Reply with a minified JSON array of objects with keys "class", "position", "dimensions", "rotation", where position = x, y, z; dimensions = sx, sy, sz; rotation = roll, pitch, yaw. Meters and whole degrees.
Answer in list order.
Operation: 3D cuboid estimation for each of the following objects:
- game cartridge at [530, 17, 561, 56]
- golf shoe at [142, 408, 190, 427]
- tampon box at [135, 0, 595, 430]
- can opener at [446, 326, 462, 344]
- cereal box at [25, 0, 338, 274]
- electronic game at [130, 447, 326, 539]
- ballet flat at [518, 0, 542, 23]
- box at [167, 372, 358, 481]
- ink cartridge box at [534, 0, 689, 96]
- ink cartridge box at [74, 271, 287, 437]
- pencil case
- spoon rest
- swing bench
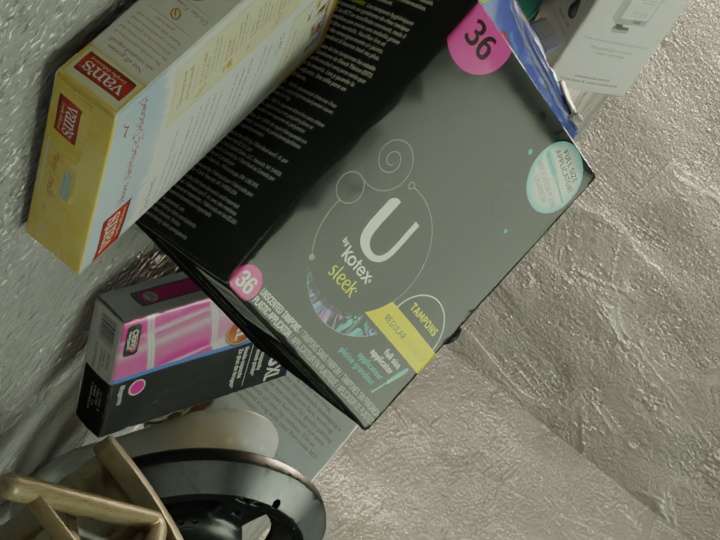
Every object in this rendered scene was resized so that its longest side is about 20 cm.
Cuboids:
[{"class":"game cartridge","position":[0.048,-0.113,1.233],"dimensions":[0.130,0.038,0.200],"rotation":[-24,174,-43]},{"class":"golf shoe","position":[-0.100,0.029,1.174],"dimensions":[0.200,0.078,0.097],"rotation":[-44,164,-52]},{"class":"tampon box","position":[0.001,-0.046,0.934],"dimensions":[0.200,0.126,0.150],"rotation":[-48,130,-8]},{"class":"can opener","position":[0.000,0.000,1.189],"dimensions":[0.079,0.200,0.063],"rotation":[-50,142,-11]},{"class":"cereal box","position":[-0.075,-0.102,0.795],"dimensions":[0.200,0.040,0.144],"rotation":[-47,172,-32]},{"class":"electronic game","position":[-0.123,0.186,1.175],"dimensions":[0.200,0.200,0.042],"rotation":[122,-33,-42]},{"class":"ballet flat","position":[0.061,-0.176,1.222],"dimensions":[0.075,0.068,0.200],"rotation":[-39,178,38]},{"class":"box","position":[-0.060,0.078,1.331],"dimensions":[0.200,0.106,0.152],"rotation":[-50,-163,-17]},{"class":"ink cartridge box","position":[0.194,-0.256,1.269],"dimensions":[0.083,0.147,0.200],"rotation":[5,137,-27]},{"class":"ink cartridge box","position":[-0.090,0.038,1.086],"dimensions":[0.200,0.037,0.095],"rotation":[-19,137,-41]},{"class":"pencil case","position":[0.078,-0.135,1.052],"dimensions":[0.200,0.087,0.078],"rotation":[56,31,-46]},{"class":"spoon rest","position":[-0.156,0.144,1.194],"dimensions":[0.200,0.061,0.099],"rotation":[-19,145,-2]},{"class":"swing bench","position":[-0.211,0.213,0.982],"dimensions":[0.199,0.130,0.200],"rotation":[-38,174,6]}]
